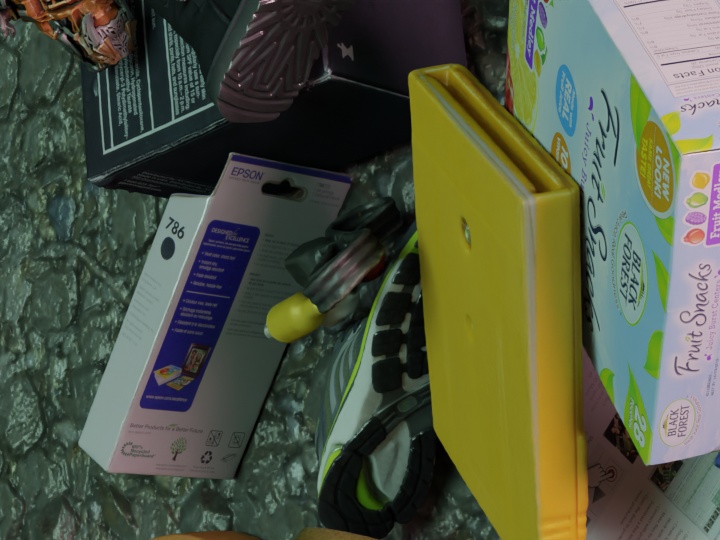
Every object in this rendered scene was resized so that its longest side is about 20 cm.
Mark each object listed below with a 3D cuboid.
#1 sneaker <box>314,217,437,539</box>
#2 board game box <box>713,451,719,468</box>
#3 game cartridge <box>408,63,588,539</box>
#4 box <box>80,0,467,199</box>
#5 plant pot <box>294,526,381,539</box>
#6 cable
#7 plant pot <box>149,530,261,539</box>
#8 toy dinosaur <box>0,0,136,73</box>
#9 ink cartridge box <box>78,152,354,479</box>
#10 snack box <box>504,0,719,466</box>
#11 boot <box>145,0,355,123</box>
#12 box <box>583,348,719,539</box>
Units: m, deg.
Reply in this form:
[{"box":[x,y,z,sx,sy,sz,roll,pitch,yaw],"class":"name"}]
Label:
[{"box":[0.017,0.041,1.172,0.201,0.074,0.081,-65,27,23],"class":"sneaker"},{"box":[0.253,0.024,0.946,0.135,0.034,0.201,28,92,41],"class":"board game box"},{"box":[0.065,0.024,1.029,0.176,0.032,0.201,-123,24,-62],"class":"game cartridge"},{"box":[-0.053,-0.159,1.243,0.198,0.123,0.201,-19,69,42],"class":"box"},{"box":[-0.010,0.239,1.121,0.186,0.186,0.201,4,72,45],"class":"plant pot"},{"box":[0.000,0.000,1.151,0.050,0.097,0.200,53,169,-7],"class":"cable"},{"box":[-0.129,0.247,1.245,0.200,0.140,0.201,-7,79,44],"class":"plant pot"},{"box":[-0.199,-0.195,1.218,0.136,0.102,0.201,-22,87,59],"class":"toy dinosaur"},{"box":[-0.083,0.023,1.262,0.039,0.099,0.201,36,108,43],"class":"ink cartridge box"},{"box":[0.120,-0.048,0.940,0.200,0.067,0.169,-115,18,-47],"class":"snack box"},{"box":[-0.066,-0.198,1.141,0.165,0.065,0.200,-53,46,22],"class":"boot"},{"box":[0.160,0.089,1.058,0.200,0.036,0.145,46,116,40],"class":"box"}]
